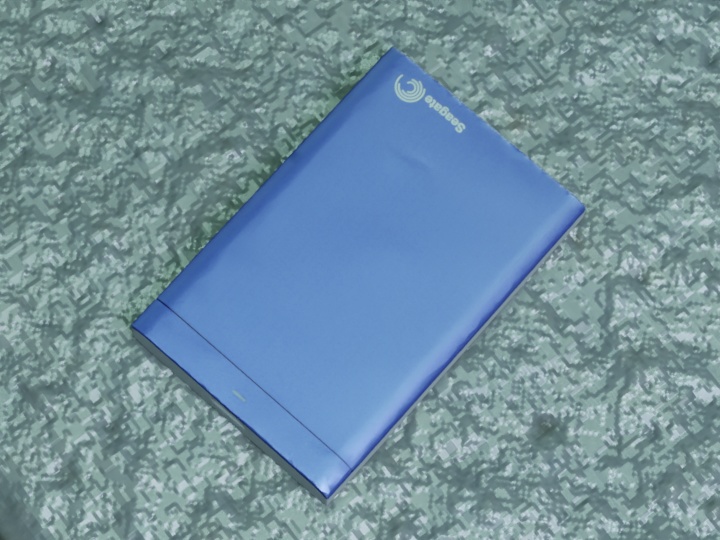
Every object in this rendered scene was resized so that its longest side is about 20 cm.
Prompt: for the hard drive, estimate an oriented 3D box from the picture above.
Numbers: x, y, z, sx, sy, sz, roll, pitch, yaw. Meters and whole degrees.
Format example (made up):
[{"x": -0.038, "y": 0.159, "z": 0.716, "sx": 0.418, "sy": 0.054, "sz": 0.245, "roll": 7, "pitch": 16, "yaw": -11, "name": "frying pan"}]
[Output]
[{"x": 0.000, "y": 0.000, "z": 1.301, "sx": 0.132, "sy": 0.025, "sz": 0.200, "roll": 40, "pitch": 75, "yaw": 10, "name": "hard drive"}]
